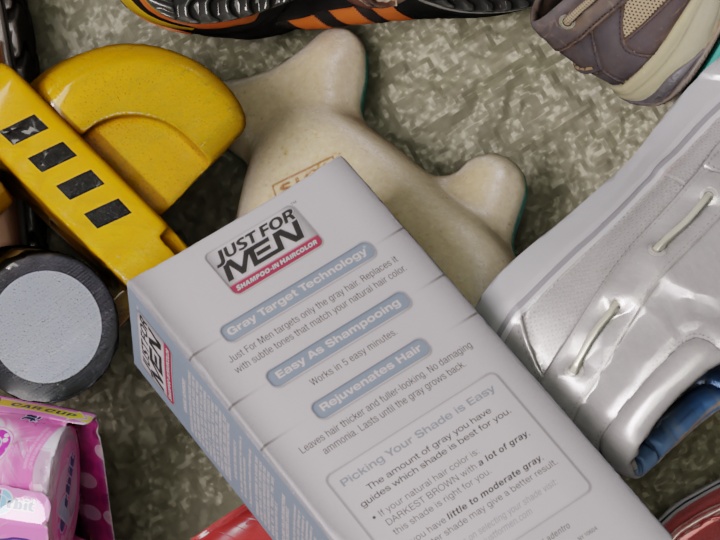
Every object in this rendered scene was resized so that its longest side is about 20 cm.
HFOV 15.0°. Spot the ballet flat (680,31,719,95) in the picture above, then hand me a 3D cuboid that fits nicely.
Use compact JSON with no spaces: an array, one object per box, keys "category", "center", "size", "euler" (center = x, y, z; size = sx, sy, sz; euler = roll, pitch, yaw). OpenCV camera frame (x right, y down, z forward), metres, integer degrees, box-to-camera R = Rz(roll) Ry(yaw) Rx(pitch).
[{"category":"ballet flat","center":[0.195,-0.145,1.105],"size":[0.071,0.069,0.201],"euler":[20,91,-6]}]

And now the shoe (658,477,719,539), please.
[{"category":"shoe","center":[0.202,0.097,1.073],"size":[0.199,0.091,0.072],"euler":[-12,75,9]}]

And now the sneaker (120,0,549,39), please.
[{"category":"sneaker","center":[-0.007,-0.134,1.136],"size":[0.199,0.090,0.070],"euler":[-6,91,-18]}]

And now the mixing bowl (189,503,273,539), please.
[{"category":"mixing bowl","center":[-0.036,0.158,1.069],"size":[0.200,0.200,0.109],"euler":[-41,78,7]}]

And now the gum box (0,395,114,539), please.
[{"category":"gum box","center":[-0.160,0.130,1.099],"size":[0.113,0.066,0.201],"euler":[8,134,11]}]

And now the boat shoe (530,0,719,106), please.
[{"category":"boat shoe","center":[0.130,-0.156,1.067],"size":[0.073,0.075,0.201],"euler":[19,116,-17]}]

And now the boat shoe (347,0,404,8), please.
[{"category":"boat shoe","center":[0.058,-0.181,1.052],"size":[0.070,0.070,0.200],"euler":[38,94,38]}]

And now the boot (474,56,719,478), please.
[{"category":"boot","center":[0.140,-0.007,1.034],"size":[0.200,0.074,0.096],"euler":[-44,61,-11]}]

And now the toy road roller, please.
[{"category":"toy road roller","center":[-0.137,-0.052,1.075],"size":[0.146,0.123,0.200],"euler":[-45,100,-7]}]

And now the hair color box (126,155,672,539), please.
[{"category":"hair color box","center":[0.011,0.064,0.993],"size":[0.099,0.061,0.200],"euler":[-31,64,-19]}]

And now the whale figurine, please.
[{"category":"whale figurine","center":[0.000,0.000,1.130],"size":[0.159,0.104,0.201],"euler":[-27,59,8]}]

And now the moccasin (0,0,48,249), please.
[{"category":"moccasin","center":[-0.175,-0.063,1.168],"size":[0.077,0.074,0.203],"euler":[-4,97,1]}]
